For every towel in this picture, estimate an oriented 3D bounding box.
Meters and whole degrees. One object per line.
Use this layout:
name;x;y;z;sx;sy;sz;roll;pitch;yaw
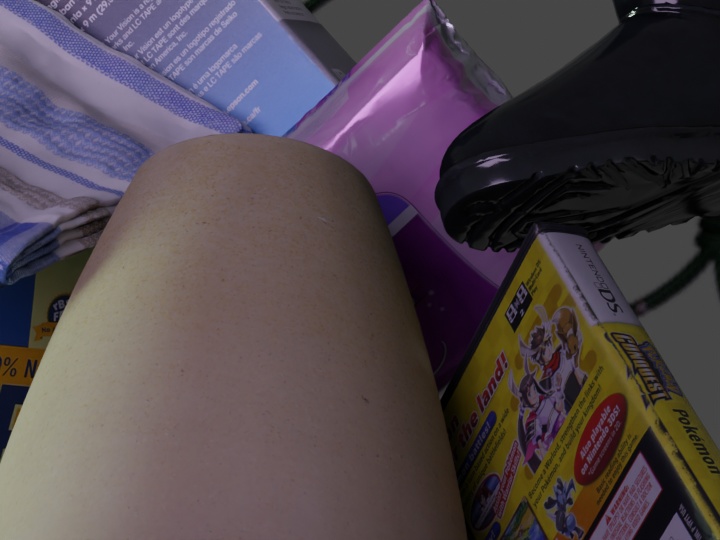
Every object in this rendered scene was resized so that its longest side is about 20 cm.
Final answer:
towel;-0.143;-0.057;0.995;0.147;0.200;0.024;30;118;15

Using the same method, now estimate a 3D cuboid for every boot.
boot;0.098;-0.102;0.979;0.076;0.199;0.169;125;131;-60

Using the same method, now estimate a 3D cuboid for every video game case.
video game case;0.063;0.116;0.888;0.200;0.025;0.181;-64;35;31

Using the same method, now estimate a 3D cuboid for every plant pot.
plant pot;-0.046;0.060;0.908;0.187;0.187;0.201;-13;59;26

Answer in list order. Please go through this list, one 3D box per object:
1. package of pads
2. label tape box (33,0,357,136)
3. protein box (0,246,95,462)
package of pads;0.000;0.000;1.035;0.120;0.076;0.200;43;106;-12
label tape box;-0.103;-0.093;1.113;0.143;0.066;0.200;-44;78;15
protein box;-0.210;0.075;1.036;0.200;0.135;0.200;4;88;53
